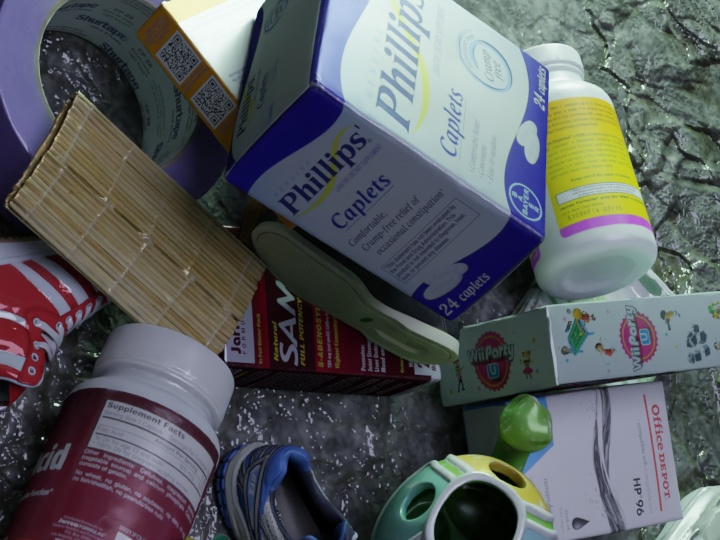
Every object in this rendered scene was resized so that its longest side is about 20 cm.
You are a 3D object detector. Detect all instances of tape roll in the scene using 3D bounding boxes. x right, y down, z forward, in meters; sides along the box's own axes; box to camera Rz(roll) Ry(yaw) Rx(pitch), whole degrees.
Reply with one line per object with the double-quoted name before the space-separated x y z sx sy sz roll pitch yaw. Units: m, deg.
"tape roll" -0.190 -0.123 1.462 0.199 0.085 0.202 12 69 -34

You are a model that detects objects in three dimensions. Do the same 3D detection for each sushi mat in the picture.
"sushi mat" -0.150 -0.022 1.402 0.200 0.012 0.096 44 64 -31

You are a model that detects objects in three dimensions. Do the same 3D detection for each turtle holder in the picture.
"turtle holder" 0.091 0.195 1.502 0.185 0.132 0.141 -31 71 -17

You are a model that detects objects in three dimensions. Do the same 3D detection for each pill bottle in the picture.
"pill bottle" 0.173 -0.085 1.706 0.103 0.104 0.202 6 59 -36
"pill bottle" -0.162 0.144 1.374 0.114 0.114 0.201 36 56 -23

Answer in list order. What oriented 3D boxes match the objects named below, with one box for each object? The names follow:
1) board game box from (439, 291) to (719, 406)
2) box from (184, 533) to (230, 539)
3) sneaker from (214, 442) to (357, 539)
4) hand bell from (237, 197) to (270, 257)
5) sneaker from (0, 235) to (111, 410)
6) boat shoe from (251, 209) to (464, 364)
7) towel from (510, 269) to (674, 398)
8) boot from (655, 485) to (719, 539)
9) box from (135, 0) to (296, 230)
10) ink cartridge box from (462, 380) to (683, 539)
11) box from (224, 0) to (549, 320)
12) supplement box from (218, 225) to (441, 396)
"board game box" 0.179 0.060 1.617 0.198 0.147 0.065 -3 83 -35
"box" -0.107 0.267 1.348 0.201 0.048 0.118 80 32 -47
"sneaker" -0.038 0.216 1.466 0.077 0.085 0.202 -24 91 -40
"hand bell" -0.043 -0.085 1.525 0.104 0.104 0.201 43 49 -18
"sneaker" -0.208 0.034 1.404 0.198 0.071 0.114 -7 75 -31
"boat shoe" 0.000 0.000 1.495 0.199 0.071 0.068 32 65 -35
"towel" 0.197 0.058 1.736 0.149 0.031 0.201 46 53 -16
"boot" 0.282 0.248 1.696 0.074 0.095 0.200 47 53 -15
"box" -0.057 -0.115 1.450 0.201 0.041 0.119 54 36 2
"ink cartridge box" 0.188 0.153 1.651 0.198 0.068 0.117 -6 86 -31
"box" 0.024 -0.102 1.402 0.199 0.105 0.185 31 39 -22
"supplement box" -0.038 0.032 1.543 0.198 0.061 0.110 5 72 -35
